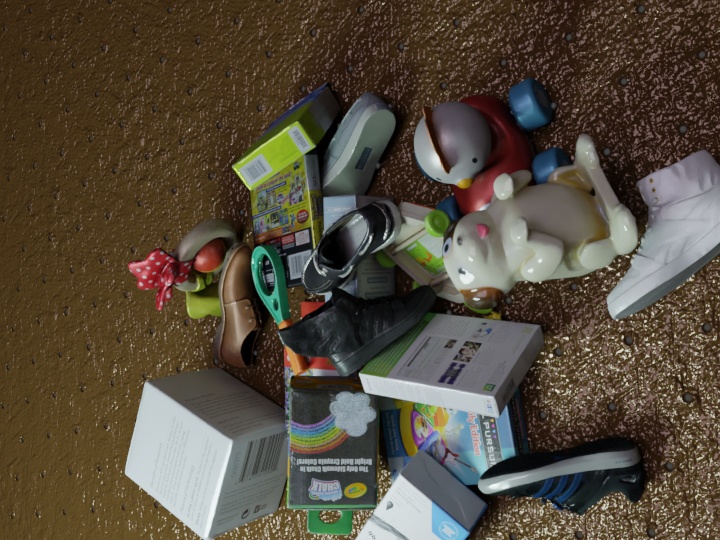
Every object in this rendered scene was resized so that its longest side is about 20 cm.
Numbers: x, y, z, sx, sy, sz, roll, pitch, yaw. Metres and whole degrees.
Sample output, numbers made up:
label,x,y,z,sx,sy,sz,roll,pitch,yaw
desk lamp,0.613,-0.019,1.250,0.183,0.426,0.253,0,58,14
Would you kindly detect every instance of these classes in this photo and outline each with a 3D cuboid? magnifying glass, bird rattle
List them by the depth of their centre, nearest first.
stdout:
label,x,y,z,sx,sy,sz,roll,pitch,yaw
magnifying glass,-0.120,0.057,1.276,0.080,0.022,0.203,-43,64,53
bird rattle,-0.264,-0.015,1.344,0.112,0.200,0.164,37,87,28

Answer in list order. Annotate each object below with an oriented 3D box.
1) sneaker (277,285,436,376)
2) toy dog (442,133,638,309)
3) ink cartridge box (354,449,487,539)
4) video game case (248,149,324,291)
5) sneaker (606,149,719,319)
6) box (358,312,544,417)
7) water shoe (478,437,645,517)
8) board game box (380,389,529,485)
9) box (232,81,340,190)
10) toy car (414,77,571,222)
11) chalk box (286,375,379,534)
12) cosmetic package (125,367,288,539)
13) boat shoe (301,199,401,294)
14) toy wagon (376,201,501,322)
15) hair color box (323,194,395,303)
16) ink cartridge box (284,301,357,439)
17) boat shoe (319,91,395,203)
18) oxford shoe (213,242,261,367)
label,x,y,z,sx,sy,sz,roll,pitch,yaw
sneaker,-0.003,0.058,1.115,0.199,0.060,0.105,-39,100,-4
toy dog,0.188,-0.041,0.987,0.196,0.194,0.142,-19,71,0
ink cartridge box,0.067,0.353,1.147,0.115,0.068,0.202,37,124,13
video game case,-0.110,-0.067,1.281,0.199,0.025,0.185,-11,84,58
sneaker,0.340,-0.044,0.979,0.200,0.073,0.117,-42,67,18
box,0.115,0.113,1.088,0.197,0.144,0.037,6,126,36
water shoe,0.240,0.259,1.027,0.196,0.071,0.081,-15,92,15
board game box,0.121,0.207,1.152,0.197,0.047,0.155,-14,84,35
box,-0.099,-0.195,1.226,0.121,0.201,0.048,-30,107,23
toy car,0.129,-0.134,1.043,0.182,0.198,0.181,-24,78,33
chalk box,-0.039,0.252,1.169,0.122,0.124,0.205,2,92,-3
cosmetic package,-0.229,0.274,1.333,0.198,0.163,0.168,25,106,33
boat shoe,-0.027,-0.024,1.109,0.199,0.060,0.075,-33,76,44
toy wagon,0.109,-0.005,1.118,0.199,0.040,0.155,40,153,-10
hair color box,0.000,0.000,1.201,0.060,0.098,0.205,-1,91,35
ink cartridge box,-0.060,0.151,1.277,0.107,0.050,0.205,0,92,35
boat shoe,-0.017,-0.163,1.237,0.203,0.069,0.072,-58,38,27
oxford shoe,-0.182,0.057,1.355,0.070,0.071,0.204,19,113,30
